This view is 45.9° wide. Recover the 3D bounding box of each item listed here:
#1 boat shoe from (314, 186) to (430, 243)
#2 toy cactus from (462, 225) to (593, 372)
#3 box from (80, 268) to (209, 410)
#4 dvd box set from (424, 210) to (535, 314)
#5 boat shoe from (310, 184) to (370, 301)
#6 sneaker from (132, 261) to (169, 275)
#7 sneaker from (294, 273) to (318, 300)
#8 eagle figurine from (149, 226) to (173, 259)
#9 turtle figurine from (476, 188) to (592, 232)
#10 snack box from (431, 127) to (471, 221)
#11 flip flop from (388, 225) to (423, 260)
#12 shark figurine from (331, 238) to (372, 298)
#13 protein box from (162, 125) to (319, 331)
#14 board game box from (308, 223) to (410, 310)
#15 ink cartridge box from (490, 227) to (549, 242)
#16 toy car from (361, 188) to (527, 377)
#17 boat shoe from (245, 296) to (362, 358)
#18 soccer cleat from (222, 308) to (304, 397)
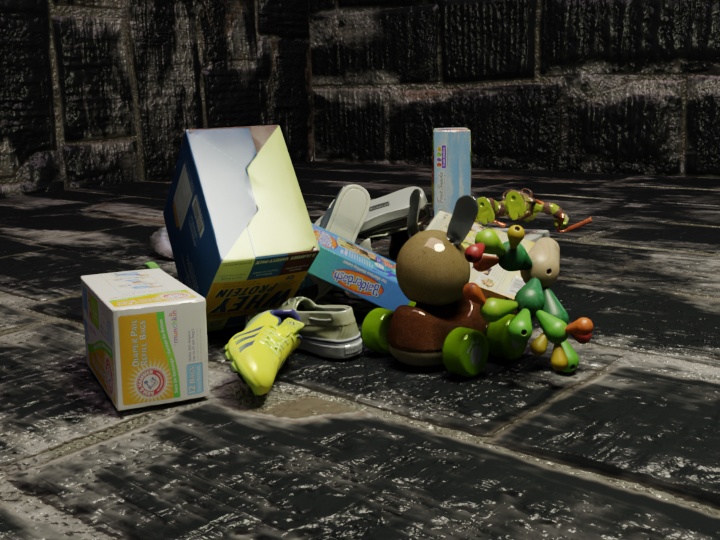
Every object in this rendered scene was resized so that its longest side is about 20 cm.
[{"bbox_3d":[0.020,-0.077,1.421,0.197,0.064,0.071,-15,39,10],"label":"boat shoe"},{"bbox_3d":[0.199,0.014,0.957,0.102,0.200,0.166,-37,14,40],"label":"toy cactus"},{"bbox_3d":[-0.249,0.072,0.968,0.100,0.114,0.199,-6,11,-26],"label":"box"},{"bbox_3d":[0.181,-0.013,1.263,0.198,0.030,0.147,20,42,16],"label":"dvd box set"},{"bbox_3d":[-0.049,-0.044,1.349,0.074,0.202,0.062,23,-2,-10],"label":"boat shoe"},{"bbox_3d":[-0.317,0.042,1.264,0.083,0.078,0.200,-25,16,-18],"label":"sneaker"},{"bbox_3d":[-0.150,0.020,1.311,0.197,0.076,0.087,3,7,21],"label":"sneaker"},{"bbox_3d":[-0.310,-0.080,1.747,0.199,0.152,0.151,-28,-45,26],"label":"eagle figurine"},{"bbox_3d":[0.259,-0.099,1.355,0.198,0.065,0.161,7,3,29],"label":"turtle figurine"},{"bbox_3d":[0.155,-0.158,1.461,0.067,0.171,0.200,0,10,6],"label":"snack box"},{"bbox_3d":[0.082,-0.073,1.540,0.080,0.058,0.201,-1,-30,16],"label":"flip flop"},{"bbox_3d":[0.028,-0.012,1.402,0.212,0.091,0.128,-8,15,-21],"label":"shark figurine"},{"bbox_3d":[-0.170,-0.054,1.154,0.133,0.201,0.200,-7,-26,-26],"label":"protein box"},{"bbox_3d":[0.000,0.000,1.245,0.198,0.045,0.152,26,11,-4],"label":"board game box"},{"bbox_3d":[0.201,-0.022,1.420,0.198,0.084,0.145,5,12,28],"label":"ink cartridge box"},{"bbox_3d":[0.099,0.005,1.022,0.157,0.203,0.163,-13,17,-43],"label":"toy car"},{"bbox_3d":[-0.074,0.065,1.099,0.198,0.063,0.072,7,14,41],"label":"boat shoe"},{"bbox_3d":[-0.103,0.083,0.968,0.083,0.065,0.200,-31,9,4],"label":"soccer cleat"}]
